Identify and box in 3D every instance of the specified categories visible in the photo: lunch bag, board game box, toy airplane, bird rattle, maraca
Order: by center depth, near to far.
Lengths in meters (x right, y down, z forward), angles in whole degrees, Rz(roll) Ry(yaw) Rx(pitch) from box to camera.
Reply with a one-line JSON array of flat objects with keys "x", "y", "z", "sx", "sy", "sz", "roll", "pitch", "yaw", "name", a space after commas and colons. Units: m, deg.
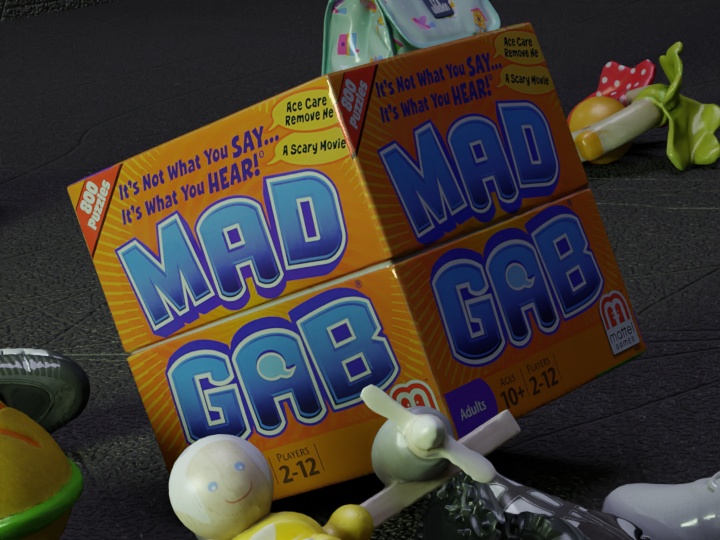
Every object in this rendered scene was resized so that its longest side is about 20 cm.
[{"x": -0.039, "y": 0.130, "z": 1.052, "sx": 0.199, "sy": 0.142, "sz": 0.200, "roll": -19, "pitch": 19, "yaw": 29, "name": "toy airplane"}, {"x": -0.232, "y": 0.113, "z": 1.254, "sx": 0.199, "sy": 0.108, "sz": 0.137, "roll": 6, "pitch": 17, "yaw": 38, "name": "maraca"}, {"x": 0.000, "y": 0.000, "z": 1.352, "sx": 0.199, "sy": 0.201, "sz": 0.200, "roll": -20, "pitch": 1, "yaw": 38, "name": "board game box"}, {"x": 0.237, "y": -0.147, "z": 2.261, "sx": 0.163, "sy": 0.113, "sz": 0.200, "roll": -27, "pitch": 18, "yaw": -20, "name": "bird rattle"}, {"x": 0.047, "y": -0.205, "z": 2.322, "sx": 0.122, "sy": 0.201, "sz": 0.170, "roll": 6, "pitch": 16, "yaw": 38, "name": "lunch bag"}]

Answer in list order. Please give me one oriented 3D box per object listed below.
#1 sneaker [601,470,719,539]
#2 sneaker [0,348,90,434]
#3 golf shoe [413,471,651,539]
[{"x": 0.212, "y": 0.112, "z": 1.197, "sx": 0.199, "sy": 0.081, "sz": 0.070, "roll": 2, "pitch": 16, "yaw": 30, "name": "sneaker"}, {"x": -0.255, "y": 0.096, "z": 1.437, "sx": 0.199, "sy": 0.067, "sz": 0.091, "roll": -10, "pitch": 17, "yaw": -10, "name": "sneaker"}, {"x": 0.085, "y": 0.142, "z": 1.161, "sx": 0.094, "sy": 0.078, "sz": 0.200, "roll": 15, "pitch": 5, "yaw": -20, "name": "golf shoe"}]
